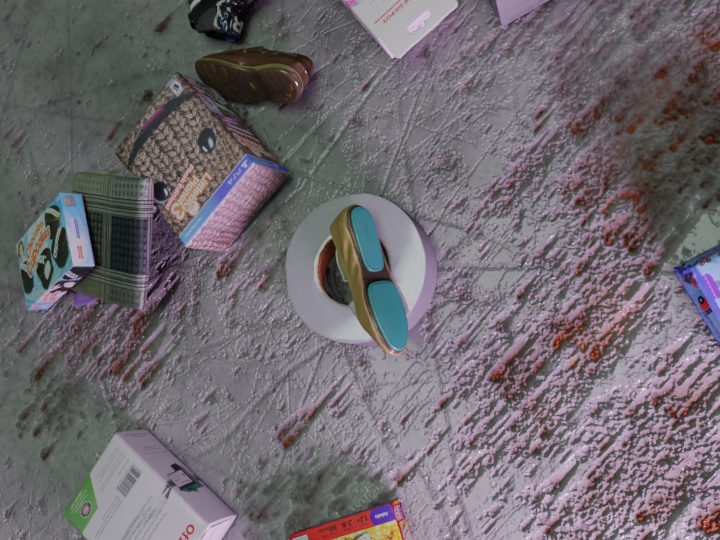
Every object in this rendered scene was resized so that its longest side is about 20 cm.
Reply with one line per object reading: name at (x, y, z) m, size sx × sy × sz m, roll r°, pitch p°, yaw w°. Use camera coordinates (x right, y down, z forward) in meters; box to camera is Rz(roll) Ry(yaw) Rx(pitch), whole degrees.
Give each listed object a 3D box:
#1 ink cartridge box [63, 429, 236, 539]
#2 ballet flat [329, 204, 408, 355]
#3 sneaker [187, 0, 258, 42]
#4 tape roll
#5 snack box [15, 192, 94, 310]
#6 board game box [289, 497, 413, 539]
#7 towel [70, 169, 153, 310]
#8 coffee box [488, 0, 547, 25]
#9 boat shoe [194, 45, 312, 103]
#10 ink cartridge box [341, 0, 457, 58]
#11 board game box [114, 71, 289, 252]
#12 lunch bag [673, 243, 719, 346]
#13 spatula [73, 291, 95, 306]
ink cartridge box at (-0.296, 0.346, 1.030) m, size 0.200 × 0.084 × 0.146 m, roll 36°, pitch 95°, yaw 20°
ballet flat at (0.009, 0.017, 0.923) m, size 0.063 × 0.068 × 0.201 m, roll -29°, pitch 68°, yaw 42°
sneaker at (-0.173, -0.411, 1.112) m, size 0.199 × 0.073 × 0.113 m, roll -10°, pitch 82°, yaw 26°
tape roll at (0.000, 0.000, 0.987) m, size 0.199 × 0.066 × 0.202 m, roll -3°, pitch 81°, yaw 18°
snack box at (-0.476, -0.025, 1.130) m, size 0.200 × 0.037 × 0.117 m, roll -30°, pitch 70°, yaw 42°
board game box at (0.010, 0.413, 0.931) m, size 0.151 × 0.046 × 0.201 m, roll -23°, pitch 75°, yaw 15°
towel at (-0.367, -0.050, 1.080) m, size 0.199 × 0.034 × 0.194 m, roll 11°, pitch 100°, yaw 39°
coffee box at (0.211, -0.478, 0.911) m, size 0.199 × 0.200 × 0.199 m, roll -27°, pitch 74°, yaw 13°
boat shoe at (-0.158, -0.297, 1.093) m, size 0.199 × 0.072 × 0.068 m, roll 13°, pitch 53°, yaw 29°
ink cartridge box at (0.045, -0.387, 1.027) m, size 0.117 × 0.067 × 0.200 m, roll -39°, pitch 70°, yaw 10°
board game box at (-0.233, -0.155, 1.066) m, size 0.160 × 0.097 × 0.200 m, roll -47°, pitch 70°, yaw 16°
lunch bag at (0.474, 0.048, 0.807) m, size 0.150 × 0.094 × 0.201 m, roll -29°, pitch 83°, yaw 11°
spatula at (-0.440, -0.043, 1.173) m, size 0.056 × 0.021 × 0.201 m, roll -13°, pitch 77°, yaw 20°
